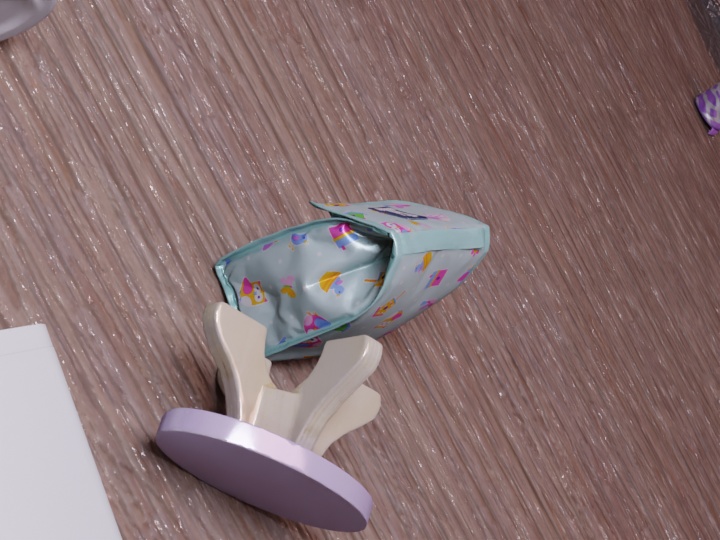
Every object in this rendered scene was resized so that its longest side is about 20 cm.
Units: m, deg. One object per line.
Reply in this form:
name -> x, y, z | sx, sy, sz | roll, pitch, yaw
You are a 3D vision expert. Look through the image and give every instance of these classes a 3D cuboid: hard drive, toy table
hard drive -> -0.237, 0.140, 0.910 | 0.132, 0.026, 0.200 | -10, 75, -57
toy table -> -0.063, 0.118, 1.059 | 0.200, 0.184, 0.117 | 43, 54, -44

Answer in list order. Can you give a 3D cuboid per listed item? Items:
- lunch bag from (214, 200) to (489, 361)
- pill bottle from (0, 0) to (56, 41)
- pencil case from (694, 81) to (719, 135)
lunch bag -> 0.000, 0.000, 1.186 | 0.170, 0.200, 0.122 | -4, 71, -55
pill bottle -> -0.314, -0.282, 1.016 | 0.111, 0.111, 0.200 | -7, 73, -57
pencil case -> 0.726, -0.338, 2.477 | 0.084, 0.200, 0.086 | 6, 59, -51
